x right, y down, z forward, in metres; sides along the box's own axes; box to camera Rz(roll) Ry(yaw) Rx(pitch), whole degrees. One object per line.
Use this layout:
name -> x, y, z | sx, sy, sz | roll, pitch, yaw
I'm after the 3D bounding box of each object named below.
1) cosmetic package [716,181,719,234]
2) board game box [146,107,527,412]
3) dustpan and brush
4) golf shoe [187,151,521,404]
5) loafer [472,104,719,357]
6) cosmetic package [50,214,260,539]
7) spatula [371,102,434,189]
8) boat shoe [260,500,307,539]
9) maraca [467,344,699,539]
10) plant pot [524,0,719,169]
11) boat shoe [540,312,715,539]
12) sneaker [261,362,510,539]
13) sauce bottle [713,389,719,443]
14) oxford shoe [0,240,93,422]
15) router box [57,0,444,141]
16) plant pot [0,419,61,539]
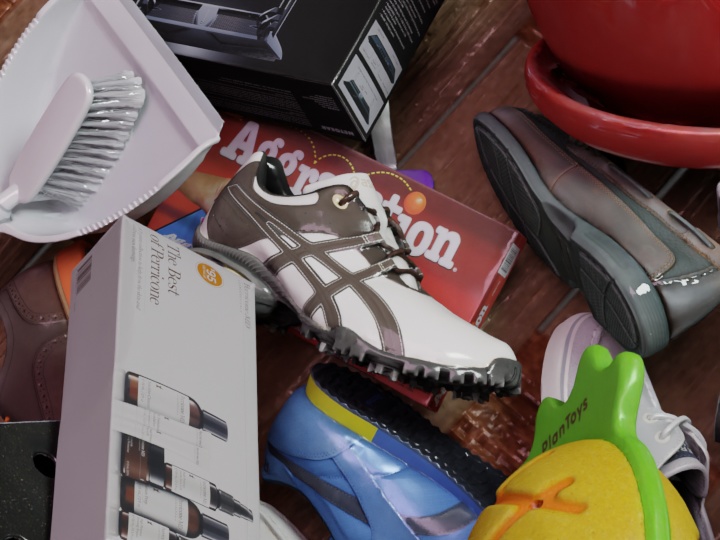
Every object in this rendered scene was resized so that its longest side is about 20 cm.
cosmetic package -> 0.278, -0.024, 0.911 | 0.198, 0.102, 0.075 | -20, 65, 7
board game box -> -0.019, -0.015, 1.009 | 0.199, 0.019, 0.104 | 27, 86, 25
dustpan and brush -> -0.175, -0.048, 1.008 | 0.201, 0.057, 0.140 | -52, 59, 24
golf shoe -> 0.000, 0.000, 0.945 | 0.198, 0.078, 0.095 | 23, 87, 24
loafer -> 0.121, -0.028, 0.949 | 0.062, 0.072, 0.200 | -24, 38, -8
cosmetic package -> -0.089, 0.070, 0.847 | 0.051, 0.082, 0.201 | -42, 33, 29
spatula -> 0.011, -0.094, 1.041 | 0.056, 0.021, 0.202 | -6, 75, 14
boat shoe -> -0.035, 0.196, 0.917 | 0.070, 0.069, 0.201 | -27, 64, 4
maraca -> 0.095, 0.126, 0.812 | 0.106, 0.137, 0.202 | 19, 47, -18
plant pot -> 0.167, -0.162, 0.924 | 0.198, 0.184, 0.201 | 0, 28, 0
boat shoe -> 0.136, 0.104, 0.890 | 0.068, 0.072, 0.202 | -35, 45, 40
sneaker -> 0.036, 0.130, 0.937 | 0.199, 0.066, 0.079 | 34, 105, 18
sauce bottle -> 0.268, 0.082, 0.889 | 0.198, 0.066, 0.067 | 11, 72, 16
oxford shoe -> -0.149, 0.083, 0.995 | 0.072, 0.071, 0.201 | -24, 55, 8
router box -> -0.051, -0.164, 1.041 | 0.198, 0.052, 0.158 | 15, 65, 33
plant pot -> -0.169, 0.176, 0.854 | 0.178, 0.199, 0.200 | -46, 62, 25
